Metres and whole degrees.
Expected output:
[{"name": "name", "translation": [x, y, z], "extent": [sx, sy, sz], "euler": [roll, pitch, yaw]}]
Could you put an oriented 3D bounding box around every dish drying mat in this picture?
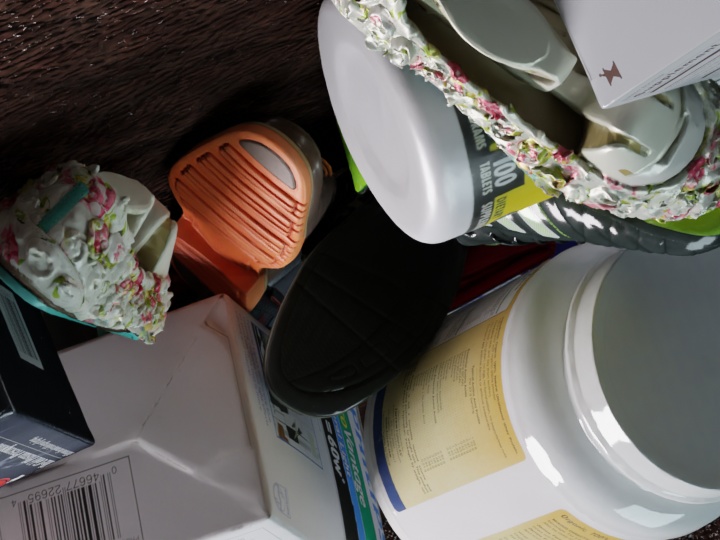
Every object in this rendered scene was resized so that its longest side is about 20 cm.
[{"name": "dish drying mat", "translation": [0.081, -0.042, 1.267], "extent": [0.077, 0.018, 0.200], "euler": [-29, -161, 22]}]

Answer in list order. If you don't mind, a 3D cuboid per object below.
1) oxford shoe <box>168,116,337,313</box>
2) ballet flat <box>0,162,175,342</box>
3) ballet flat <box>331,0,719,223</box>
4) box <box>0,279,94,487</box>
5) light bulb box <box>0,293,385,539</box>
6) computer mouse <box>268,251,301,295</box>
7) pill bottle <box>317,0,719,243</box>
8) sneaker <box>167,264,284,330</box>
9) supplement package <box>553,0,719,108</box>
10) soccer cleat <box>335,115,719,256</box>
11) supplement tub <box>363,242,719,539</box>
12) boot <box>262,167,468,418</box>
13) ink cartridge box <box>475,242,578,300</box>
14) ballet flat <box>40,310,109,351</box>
[{"name": "oxford shoe", "translation": [-0.047, -0.041, 1.116], "extent": [0.073, 0.071, 0.200], "euler": [-48, 180, -20]}, {"name": "ballet flat", "translation": [-0.111, -0.008, 1.022], "extent": [0.064, 0.076, 0.200], "euler": [-51, 176, -1]}, {"name": "ballet flat", "translation": [0.072, -0.070, 0.851], "extent": [0.076, 0.200, 0.064], "euler": [-62, -157, 2]}, {"name": "box", "translation": [-0.233, 0.062, 1.025], "extent": [0.182, 0.104, 0.200], "euler": [-24, 171, 0]}, {"name": "light bulb box", "translation": [-0.109, 0.125, 1.213], "extent": [0.198, 0.125, 0.200], "euler": [-19, 155, 14]}, {"name": "computer mouse", "translation": [-0.054, 0.003, 1.369], "extent": [0.199, 0.046, 0.140], "euler": [-24, 173, -9]}, {"name": "pill bottle", "translation": [0.093, -0.097, 0.948], "extent": [0.199, 0.113, 0.112], "euler": [-23, 172, -13]}, {"name": "sneaker", "translation": [-0.108, 0.064, 1.334], "extent": [0.095, 0.080, 0.200], "euler": [22, 143, -27]}, {"name": "supplement package", "translation": [0.162, -0.146, 0.839], "extent": [0.200, 0.114, 0.109], "euler": [-19, 171, -41]}, {"name": "soccer cleat", "translation": [0.078, -0.041, 1.034], "extent": [0.068, 0.200, 0.081], "euler": [-47, 145, -36]}, {"name": "supplement tub", "translation": [0.106, 0.068, 1.121], "extent": [0.144, 0.145, 0.200], "euler": [-19, 174, -34]}, {"name": "boot", "translation": [0.002, 0.000, 1.204], "extent": [0.204, 0.073, 0.154], "euler": [-59, -172, -21]}, {"name": "ink cartridge box", "translation": [0.133, 0.006, 1.315], "extent": [0.094, 0.199, 0.044], "euler": [-71, 174, -58]}, {"name": "ballet flat", "translation": [-0.176, 0.057, 1.275], "extent": [0.068, 0.069, 0.200], "euler": [-10, 166, -23]}]
